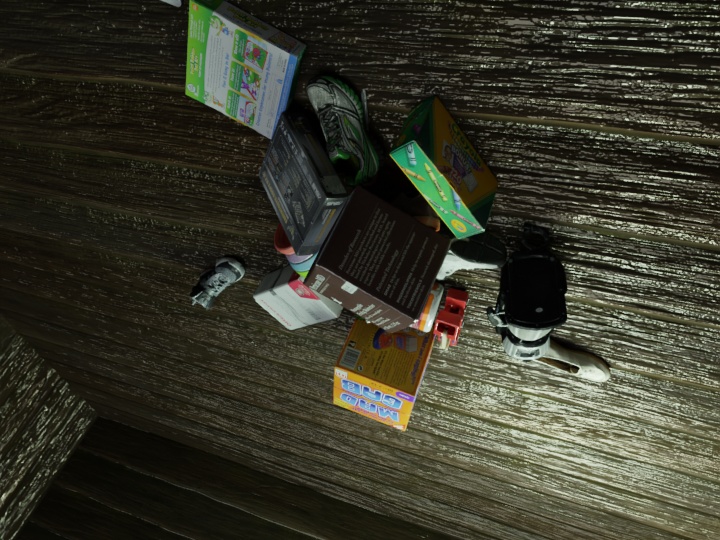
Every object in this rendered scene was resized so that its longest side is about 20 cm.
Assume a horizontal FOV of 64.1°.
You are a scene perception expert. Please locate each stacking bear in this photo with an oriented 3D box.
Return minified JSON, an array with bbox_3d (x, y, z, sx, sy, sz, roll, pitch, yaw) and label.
[{"bbox_3d":[-0.092,-0.025,1.280,0.120,0.115,0.200,-6,138,37],"label":"stacking bear"}]

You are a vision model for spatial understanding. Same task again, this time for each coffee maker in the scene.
[{"bbox_3d":[0.324,0.053,1.090,0.133,0.194,0.201,20,162,17],"label":"coffee maker"}]

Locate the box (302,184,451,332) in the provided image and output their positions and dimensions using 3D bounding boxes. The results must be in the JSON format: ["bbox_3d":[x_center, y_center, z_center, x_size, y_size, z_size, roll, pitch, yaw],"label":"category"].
[{"bbox_3d":[0.026,-0.013,1.039,0.198,0.166,0.166,28,163,-6],"label":"box"}]

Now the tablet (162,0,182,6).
[{"bbox_3d":[-0.381,-0.514,0.922,0.197,0.014,0.131,22,144,6],"label":"tablet"}]

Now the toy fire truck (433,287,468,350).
[{"bbox_3d":[0.194,0.120,1.250,0.048,0.142,0.202,15,143,13],"label":"toy fire truck"}]

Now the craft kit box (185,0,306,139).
[{"bbox_3d":[-0.206,-0.346,0.999,0.195,0.049,0.201,25,144,-4],"label":"craft kit box"}]

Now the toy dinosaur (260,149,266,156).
[{"bbox_3d":[-0.112,-0.174,1.141,0.200,0.061,0.105,43,142,-22],"label":"toy dinosaur"}]

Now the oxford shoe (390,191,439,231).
[{"bbox_3d":[0.081,-0.111,1.109,0.070,0.074,0.198,10,176,-39],"label":"oxford shoe"}]

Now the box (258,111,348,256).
[{"bbox_3d":[-0.108,-0.153,1.029,0.202,0.048,0.159,62,142,25],"label":"box"}]

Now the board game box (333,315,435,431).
[{"bbox_3d":[0.059,0.236,1.426,0.197,0.202,0.201,18,144,10],"label":"board game box"}]

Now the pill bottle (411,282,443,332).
[{"bbox_3d":[0.075,0.052,1.266,0.197,0.111,0.110,19,144,9],"label":"pill bottle"}]

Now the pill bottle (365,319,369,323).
[{"bbox_3d":[0.000,0.000,1.173,0.104,0.103,0.202,-37,78,51],"label":"pill bottle"}]

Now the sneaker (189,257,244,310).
[{"bbox_3d":[-0.385,0.041,1.528,0.075,0.115,0.199,42,141,-23],"label":"sneaker"}]

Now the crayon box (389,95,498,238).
[{"bbox_3d":[0.143,-0.166,0.945,0.058,0.120,0.200,-17,127,43],"label":"crayon box"}]

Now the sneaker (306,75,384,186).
[{"bbox_3d":[-0.030,-0.236,0.980,0.077,0.086,0.201,-9,124,43],"label":"sneaker"}]

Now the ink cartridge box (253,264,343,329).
[{"bbox_3d":[-0.150,0.061,1.436,0.198,0.084,0.145,-18,126,44],"label":"ink cartridge box"}]

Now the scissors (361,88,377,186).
[{"bbox_3d":[0.013,-0.231,1.034,0.072,0.014,0.201,30,142,7],"label":"scissors"}]

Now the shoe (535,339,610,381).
[{"bbox_3d":[0.455,0.204,1.271,0.197,0.054,0.070,24,145,2],"label":"shoe"}]

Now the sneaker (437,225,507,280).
[{"bbox_3d":[0.197,-0.028,1.140,0.198,0.076,0.116,15,153,28],"label":"sneaker"}]
